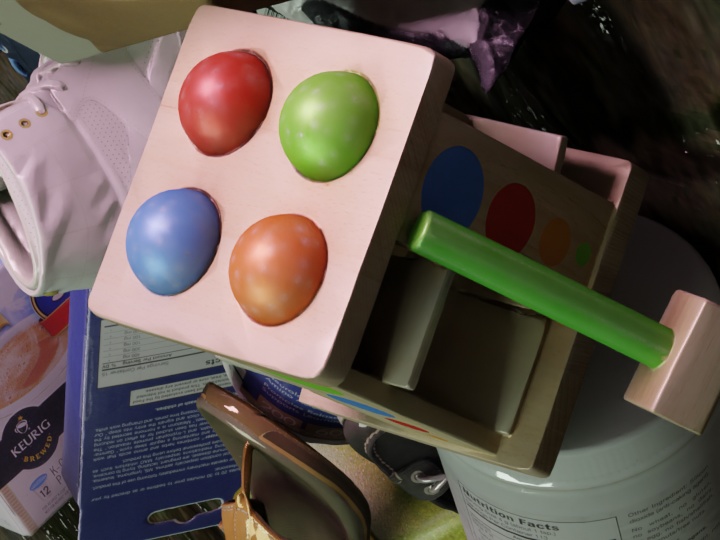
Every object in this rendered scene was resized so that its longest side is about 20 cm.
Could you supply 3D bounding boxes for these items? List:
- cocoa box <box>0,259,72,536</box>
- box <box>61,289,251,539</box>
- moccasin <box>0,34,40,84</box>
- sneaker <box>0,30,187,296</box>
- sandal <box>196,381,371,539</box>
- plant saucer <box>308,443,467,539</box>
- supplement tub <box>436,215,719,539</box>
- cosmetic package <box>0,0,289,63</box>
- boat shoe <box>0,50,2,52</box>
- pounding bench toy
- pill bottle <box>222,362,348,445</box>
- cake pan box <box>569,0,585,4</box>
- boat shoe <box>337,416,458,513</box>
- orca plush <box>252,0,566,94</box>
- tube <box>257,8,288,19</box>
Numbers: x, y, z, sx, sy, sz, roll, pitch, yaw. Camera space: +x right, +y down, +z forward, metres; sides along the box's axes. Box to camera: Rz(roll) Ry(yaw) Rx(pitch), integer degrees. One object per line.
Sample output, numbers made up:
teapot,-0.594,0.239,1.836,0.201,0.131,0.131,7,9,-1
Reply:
cocoa box,-0.169,0.015,1.495,0.133,0.200,0.131,16,144,53
box,-0.087,0.048,1.416,0.032,0.121,0.201,-126,34,-47
moccasin,-0.165,-0.125,1.341,0.068,0.081,0.200,-1,150,18
sneaker,-0.129,-0.087,1.250,0.074,0.115,0.201,-34,67,59
sandal,-0.036,0.126,1.357,0.080,0.054,0.200,27,155,28
plant saucer,0.017,0.149,1.483,0.200,0.048,0.200,48,157,50
supplement tub,0.103,0.084,1.197,0.132,0.132,0.200,31,154,34
cosmetic package,-0.073,-0.144,1.052,0.200,0.071,0.105,-11,152,41
boat shoe,-0.196,-0.179,1.382,0.072,0.060,0.202,34,157,30
pounding bench toy,0.026,-0.006,1.032,0.200,0.125,0.156,15,173,42
pill bottle,0.000,0.000,1.266,0.111,0.111,0.200,43,160,7
cake pan box,0.060,-0.184,0.897,0.200,0.052,0.184,48,161,-6
boat shoe,0.053,0.082,1.290,0.057,0.067,0.200,62,-164,18
orca plush,0.007,-0.134,1.114,0.200,0.071,0.106,17,102,35
tube,-0.063,-0.144,1.208,0.200,0.058,0.052,34,158,25
